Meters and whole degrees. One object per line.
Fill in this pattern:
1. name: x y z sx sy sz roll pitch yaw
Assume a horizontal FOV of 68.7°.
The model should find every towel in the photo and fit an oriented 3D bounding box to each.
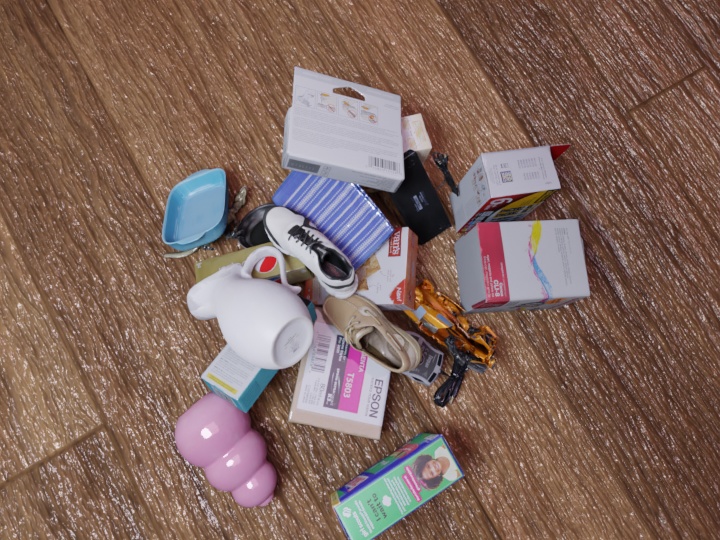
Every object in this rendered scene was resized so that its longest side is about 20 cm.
1. towel: -0.051 -0.097 0.893 0.145 0.024 0.201 -43 84 25

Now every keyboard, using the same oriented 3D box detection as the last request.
1. keyboard: 0.124 -0.144 0.975 0.126 0.201 0.021 -32 43 4

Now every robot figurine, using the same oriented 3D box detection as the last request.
1. robot figurine: 0.167 0.100 0.948 0.199 0.145 0.059 38 113 13

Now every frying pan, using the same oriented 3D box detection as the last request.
1. frying pan: -0.140 -0.090 0.978 0.187 0.031 0.116 -17 51 3

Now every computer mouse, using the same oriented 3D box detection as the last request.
1. computer mouse: 0.115 0.163 0.937 0.199 0.044 0.111 36 78 -32

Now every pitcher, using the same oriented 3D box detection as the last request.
1. pitcher: -0.149 0.048 0.811 0.199 0.122 0.172 27 66 38

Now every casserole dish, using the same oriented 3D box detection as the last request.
1. casserole dish: -0.289 -0.107 0.944 0.119 0.039 0.202 -19 46 6

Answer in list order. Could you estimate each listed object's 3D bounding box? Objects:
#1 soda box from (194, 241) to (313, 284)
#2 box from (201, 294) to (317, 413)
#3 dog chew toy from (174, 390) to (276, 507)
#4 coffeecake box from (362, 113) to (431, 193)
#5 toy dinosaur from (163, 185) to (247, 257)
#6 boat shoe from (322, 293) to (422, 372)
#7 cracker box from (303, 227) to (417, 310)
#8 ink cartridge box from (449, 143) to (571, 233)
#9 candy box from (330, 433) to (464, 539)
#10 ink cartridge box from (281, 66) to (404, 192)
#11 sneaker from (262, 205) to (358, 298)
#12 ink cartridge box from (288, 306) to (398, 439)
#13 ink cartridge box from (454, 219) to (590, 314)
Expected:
1. soda box: -0.188 0.000 0.933 0.197 0.068 0.065 -15 71 4
2. box: -0.161 0.122 0.863 0.081 0.050 0.201 23 59 25
3. dog chew toy: -0.211 0.299 0.864 0.124 0.124 0.201 -37 92 -14
4. coffeecake box: 0.016 -0.205 0.989 0.197 0.154 0.074 -15 78 -10
5. toy dinosaur: -0.268 -0.071 0.968 0.200 0.048 0.088 -42 40 -10
6. boat shoe: 0.008 0.095 0.854 0.198 0.064 0.072 30 108 27
7. cracker box: 0.000 0.000 0.942 0.197 0.058 0.136 -2 74 24
8. ink cartridge box: 0.280 -0.148 0.984 0.172 0.200 0.085 -9 78 -8
9. candy box: 0.051 0.349 0.855 0.198 0.169 0.078 -31 78 -13
10. ink cartridge box: -0.026 -0.231 0.868 0.197 0.044 0.176 9 63 -18
11. sneaker: -0.079 -0.041 0.856 0.199 0.080 0.074 40 76 6
12. ink cartridge box: -0.030 0.181 0.933 0.162 0.075 0.203 11 75 -3
13. ink cartridge box: 0.294 -0.004 0.981 0.196 0.145 0.147 -3 77 -7
